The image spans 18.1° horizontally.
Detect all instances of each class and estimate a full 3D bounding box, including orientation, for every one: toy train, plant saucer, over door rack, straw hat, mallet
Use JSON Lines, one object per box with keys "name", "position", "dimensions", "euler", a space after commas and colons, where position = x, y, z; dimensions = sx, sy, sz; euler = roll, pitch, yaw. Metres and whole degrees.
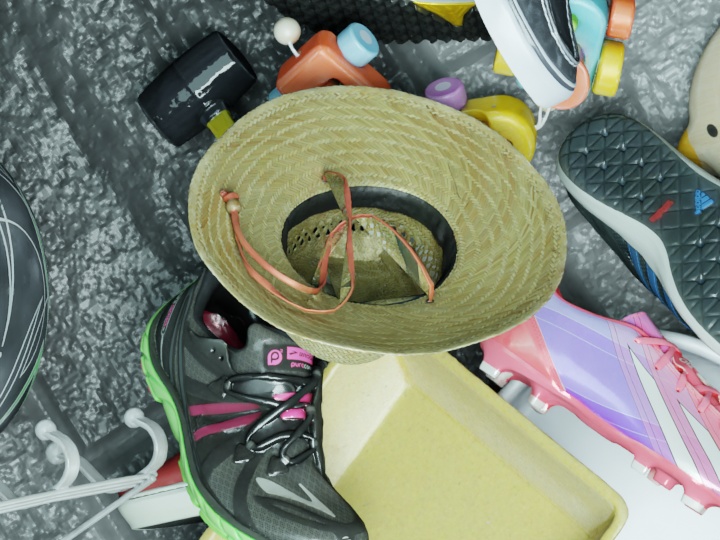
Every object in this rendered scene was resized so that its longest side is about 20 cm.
{"name": "toy train", "position": [0.050, -0.107, 1.215], "dimensions": [0.200, 0.056, 0.150], "euler": [-34, 115, 28]}
{"name": "plant saucer", "position": [0.024, 0.151, 1.172], "dimensions": [0.200, 0.048, 0.200], "euler": [39, 95, 37]}
{"name": "over door rack", "position": [-0.214, 0.144, 1.219], "dimensions": [0.200, 0.147, 0.067], "euler": [-48, 65, 31]}
{"name": "straw hat", "position": [0.000, 0.000, 1.157], "dimensions": [0.200, 0.201, 0.085], "euler": [24, 134, 9]}
{"name": "mallet", "position": [-0.062, -0.042, 1.256], "dimensions": [0.066, 0.041, 0.201], "euler": [-32, 63, 11]}

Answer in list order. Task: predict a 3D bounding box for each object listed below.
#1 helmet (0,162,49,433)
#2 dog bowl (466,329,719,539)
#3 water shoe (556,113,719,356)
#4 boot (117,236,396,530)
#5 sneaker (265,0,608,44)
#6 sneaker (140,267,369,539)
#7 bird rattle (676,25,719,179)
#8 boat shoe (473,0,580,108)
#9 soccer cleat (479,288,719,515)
{"name": "helmet", "position": [-0.264, 0.018, 1.243], "dimensions": [0.190, 0.200, 0.201], "euler": [-20, 85, -9]}
{"name": "dog bowl", "position": [0.153, 0.132, 1.225], "dimensions": [0.199, 0.079, 0.201], "euler": [0, 88, 10]}
{"name": "water shoe", "position": [0.184, -0.007, 1.197], "dimensions": [0.071, 0.079, 0.200], "euler": [-38, 56, -1]}
{"name": "boot", "position": [-0.057, 0.056, 1.268], "dimensions": [0.199, 0.072, 0.145], "euler": [-21, 85, 0]}
{"name": "sneaker", "position": [0.042, -0.181, 1.266], "dimensions": [0.199, 0.070, 0.091], "euler": [2, 74, 9]}
{"name": "sneaker", "position": [-0.053, 0.075, 1.165], "dimensions": [0.084, 0.076, 0.200], "euler": [-56, 51, 29]}
{"name": "bird rattle", "position": [0.257, -0.096, 1.210], "dimensions": [0.162, 0.113, 0.201], "euler": [20, 88, 26]}
{"name": "boat shoe", "position": [0.083, -0.184, 1.137], "dimensions": [0.067, 0.072, 0.201], "euler": [-19, 86, 19]}
{"name": "soccer cleat", "position": [0.154, 0.067, 1.157], "dimensions": [0.199, 0.067, 0.077], "euler": [31, 89, 12]}
